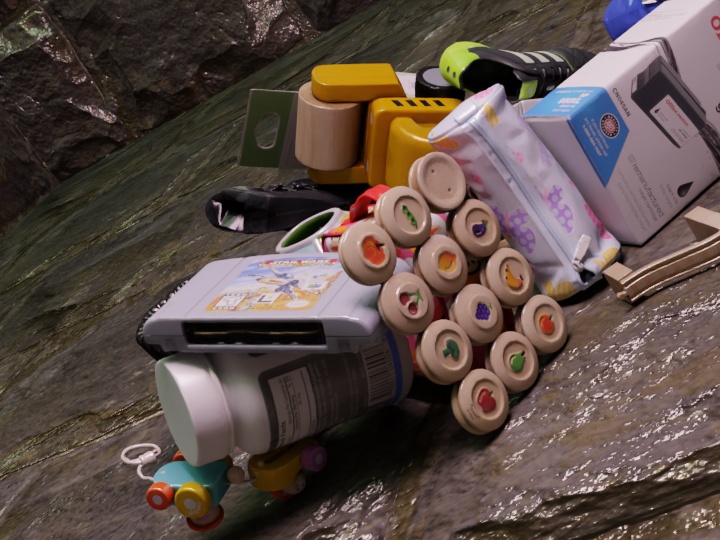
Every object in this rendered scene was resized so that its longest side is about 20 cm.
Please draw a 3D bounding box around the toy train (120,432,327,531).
[{"bbox_3d":[-0.105,0.171,1.138,0.200,0.056,0.150,-18,22,-19],"label":"toy train"}]

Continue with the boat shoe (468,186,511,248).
[{"bbox_3d":[0.154,-0.084,1.369,0.072,0.068,0.200,-29,18,15],"label":"boat shoe"}]

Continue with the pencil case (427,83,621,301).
[{"bbox_3d":[0.146,-0.068,1.132,0.083,0.200,0.091,-34,9,22],"label":"pencil case"}]

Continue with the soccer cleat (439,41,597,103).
[{"bbox_3d":[0.182,-0.200,1.343,0.200,0.068,0.081,3,29,-15],"label":"soccer cleat"}]

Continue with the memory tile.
[{"bbox_3d":[0.080,0.015,1.018,0.153,0.200,0.017,-44,11,-36],"label":"memory tile"}]

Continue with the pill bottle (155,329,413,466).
[{"bbox_3d":[-0.066,0.090,1.092,0.200,0.114,0.114,-18,11,-21],"label":"pill bottle"}]

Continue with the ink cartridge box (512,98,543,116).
[{"bbox_3d":[0.221,-0.156,1.399,0.173,0.044,0.200,-6,-2,-15],"label":"ink cartridge box"}]

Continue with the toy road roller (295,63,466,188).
[{"bbox_3d":[0.035,-0.137,1.360,0.200,0.123,0.146,-1,35,-9],"label":"toy road roller"}]

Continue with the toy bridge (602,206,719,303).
[{"bbox_3d":[0.294,-0.034,1.055,0.200,0.027,0.067,-36,19,-4],"label":"toy bridge"}]

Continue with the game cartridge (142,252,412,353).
[{"bbox_3d":[-0.063,0.025,1.052,0.200,0.042,0.133,-1,27,21],"label":"game cartridge"}]

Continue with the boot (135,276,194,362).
[{"bbox_3d":[-0.134,0.064,1.340,0.079,0.158,0.211,-22,21,32],"label":"boot"}]

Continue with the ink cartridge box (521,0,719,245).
[{"bbox_3d":[0.272,-0.141,1.179,0.200,0.145,0.084,-39,20,-16],"label":"ink cartridge box"}]

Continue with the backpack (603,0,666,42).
[{"bbox_3d":[0.385,-0.314,1.415,0.200,0.168,0.163,-8,37,47],"label":"backpack"}]

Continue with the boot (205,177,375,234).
[{"bbox_3d":[-0.097,-0.067,1.432,0.165,0.066,0.200,-9,4,39],"label":"boot"}]

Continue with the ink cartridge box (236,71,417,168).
[{"bbox_3d":[-0.036,-0.172,1.471,0.146,0.200,0.048,109,163,-55],"label":"ink cartridge box"}]

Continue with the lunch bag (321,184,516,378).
[{"bbox_3d":[0.042,0.006,1.138,0.082,0.176,0.200,-29,14,-25],"label":"lunch bag"}]

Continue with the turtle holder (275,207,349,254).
[{"bbox_3d":[-0.009,0.007,1.312,0.141,0.132,0.185,-43,19,-28],"label":"turtle holder"}]
